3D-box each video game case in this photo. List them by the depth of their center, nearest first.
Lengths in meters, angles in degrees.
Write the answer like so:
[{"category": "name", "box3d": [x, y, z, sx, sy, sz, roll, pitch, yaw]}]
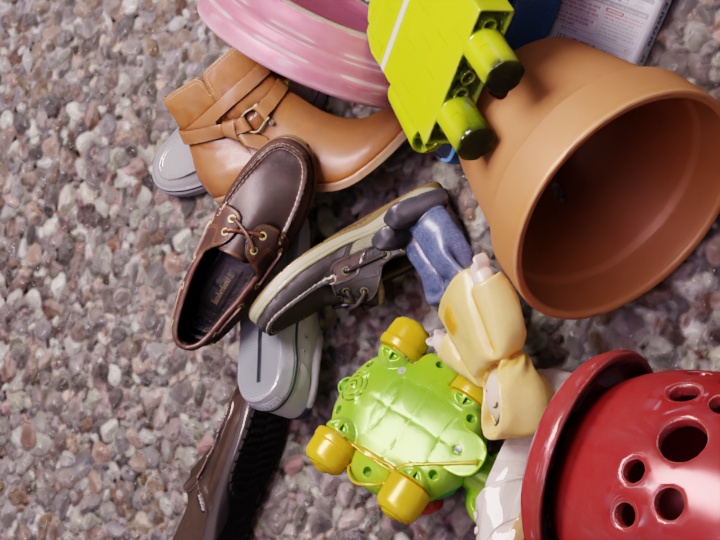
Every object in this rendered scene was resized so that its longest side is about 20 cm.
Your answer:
[{"category": "video game case", "box3d": [0.173, -0.263, 1.187, 0.199, 0.022, 0.184, 28, 99, 30]}]

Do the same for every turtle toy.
[{"category": "turtle toy", "box3d": [0.060, 0.143, 1.162, 0.199, 0.101, 0.146, 31, 77, 26]}]

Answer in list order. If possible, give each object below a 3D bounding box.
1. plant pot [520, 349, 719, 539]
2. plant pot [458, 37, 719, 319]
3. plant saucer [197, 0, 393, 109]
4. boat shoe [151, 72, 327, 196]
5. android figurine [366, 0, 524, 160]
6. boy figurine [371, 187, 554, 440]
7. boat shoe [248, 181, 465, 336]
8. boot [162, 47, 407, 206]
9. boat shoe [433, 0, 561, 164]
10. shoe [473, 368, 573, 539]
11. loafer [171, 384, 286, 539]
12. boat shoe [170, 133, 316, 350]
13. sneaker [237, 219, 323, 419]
[{"category": "plant pot", "box3d": [0.224, 0.165, 1.015, 0.181, 0.200, 0.203, 15, 92, 37]}, {"category": "plant pot", "box3d": [0.164, -0.083, 1.087, 0.201, 0.199, 0.140, -53, 47, 14]}, {"category": "plant saucer", "box3d": [-0.037, -0.203, 1.195, 0.200, 0.200, 0.051, 36, 112, 28]}, {"category": "boat shoe", "box3d": [-0.129, -0.134, 1.310, 0.201, 0.086, 0.075, -27, 72, 25]}, {"category": "android figurine", "box3d": [0.059, -0.182, 1.067, 0.201, 0.041, 0.183, 63, 145, 40]}, {"category": "boy figurine", "box3d": [0.082, 0.042, 1.087, 0.201, 0.064, 0.125, 63, 152, 17]}, {"category": "boat shoe", "box3d": [0.000, 0.000, 1.197, 0.199, 0.073, 0.065, -34, 76, -7]}, {"category": "boot", "box3d": [-0.060, -0.133, 1.230, 0.199, 0.074, 0.156, -31, 98, 6]}, {"category": "boat shoe", "box3d": [0.098, -0.187, 1.164, 0.068, 0.084, 0.201, 36, 101, 31]}, {"category": "shoe", "box3d": [0.123, 0.167, 1.089, 0.053, 0.070, 0.201, 20, 75, 24]}, {"category": "loafer", "box3d": [-0.129, 0.186, 1.284, 0.071, 0.073, 0.202, 22, 95, 30]}, {"category": "boat shoe", "box3d": [-0.099, -0.019, 1.199, 0.070, 0.070, 0.201, 28, 107, 3]}, {"category": "sneaker", "box3d": [-0.068, 0.039, 1.271, 0.072, 0.071, 0.202, -12, 58, 30]}]
